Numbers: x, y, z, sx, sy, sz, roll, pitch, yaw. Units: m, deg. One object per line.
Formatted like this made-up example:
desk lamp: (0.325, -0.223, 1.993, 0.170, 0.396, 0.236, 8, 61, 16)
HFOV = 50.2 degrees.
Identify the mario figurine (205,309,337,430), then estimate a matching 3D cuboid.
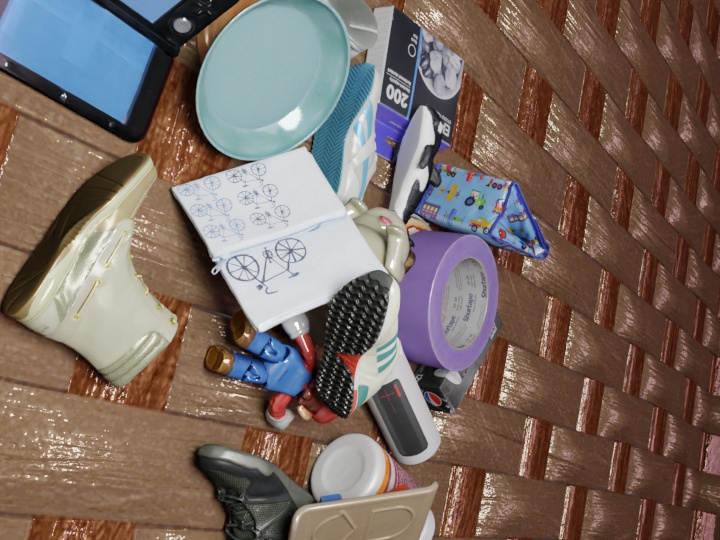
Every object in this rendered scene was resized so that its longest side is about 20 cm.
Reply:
mario figurine: (-0.094, 0.121, 0.945, 0.199, 0.123, 0.107, 35, 41, -34)

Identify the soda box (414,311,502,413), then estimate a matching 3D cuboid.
soda box: (0.160, 0.134, 1.264, 0.201, 0.063, 0.071, -55, 131, -33)

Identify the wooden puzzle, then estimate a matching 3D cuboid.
wooden puzzle: (-0.010, 0.338, 0.971, 0.198, 0.046, 0.187, -5, 128, -25)

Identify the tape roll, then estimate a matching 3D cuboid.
tape roll: (0.122, 0.043, 1.144, 0.199, 0.084, 0.202, -13, 107, -50)

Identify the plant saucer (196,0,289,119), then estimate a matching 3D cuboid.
plant saucer: (-0.109, -0.273, 0.930, 0.199, 0.037, 0.202, -6, 97, -50)

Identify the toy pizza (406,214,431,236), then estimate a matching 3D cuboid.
toy pizza: (0.075, 0.012, 1.177, 0.199, 0.031, 0.203, -6, 97, -50)

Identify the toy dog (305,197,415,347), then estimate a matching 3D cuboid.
toy dog: (0.000, 0.000, 1.000, 0.200, 0.139, 0.195, -51, 156, -41)

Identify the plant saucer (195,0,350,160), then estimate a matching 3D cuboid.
plant saucer: (-0.101, -0.218, 0.858, 0.199, 0.036, 0.201, -28, 143, -24)

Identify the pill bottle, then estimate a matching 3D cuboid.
pill bottle: (0.025, 0.323, 1.075, 0.200, 0.112, 0.114, 51, 56, -39)

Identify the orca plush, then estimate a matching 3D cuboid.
orca plush: (0.092, -0.129, 1.099, 0.070, 0.105, 0.202, 15, 75, -24)

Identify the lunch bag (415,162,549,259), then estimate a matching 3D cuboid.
lunch bag: (0.207, -0.074, 1.234, 0.200, 0.150, 0.095, 35, 80, -50)

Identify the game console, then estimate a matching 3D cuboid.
game console: (-0.231, -0.244, 0.727, 0.199, 0.171, 0.120, 29, 44, -48)

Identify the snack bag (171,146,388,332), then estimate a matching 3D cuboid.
snack bag: (-0.087, -0.040, 0.864, 0.187, 0.021, 0.201, -21, 69, -32)

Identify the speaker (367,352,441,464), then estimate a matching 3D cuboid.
speaker: (0.050, 0.186, 1.121, 0.081, 0.081, 0.201, -48, 128, -37)

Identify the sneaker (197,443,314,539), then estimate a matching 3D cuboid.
sneaker: (-0.133, 0.285, 0.909, 0.200, 0.076, 0.115, 55, 46, -43)

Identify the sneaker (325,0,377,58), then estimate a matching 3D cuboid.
sneaker: (-0.061, -0.336, 0.908, 0.070, 0.080, 0.201, -37, 101, -34)

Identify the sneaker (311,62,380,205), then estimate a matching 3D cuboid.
sneaker: (-0.014, -0.178, 1.031, 0.081, 0.076, 0.202, 21, 83, -56)

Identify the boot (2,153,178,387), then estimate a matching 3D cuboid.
boot: (-0.235, 0.000, 0.769, 0.155, 0.072, 0.201, 49, 62, -40)

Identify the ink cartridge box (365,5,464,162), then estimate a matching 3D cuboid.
ink cartridge box: (0.076, -0.258, 1.152, 0.197, 0.043, 0.202, 17, 81, -50)

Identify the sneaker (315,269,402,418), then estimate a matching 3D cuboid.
sneaker: (0.012, 0.073, 0.872, 0.093, 0.070, 0.201, -26, 142, -46)
